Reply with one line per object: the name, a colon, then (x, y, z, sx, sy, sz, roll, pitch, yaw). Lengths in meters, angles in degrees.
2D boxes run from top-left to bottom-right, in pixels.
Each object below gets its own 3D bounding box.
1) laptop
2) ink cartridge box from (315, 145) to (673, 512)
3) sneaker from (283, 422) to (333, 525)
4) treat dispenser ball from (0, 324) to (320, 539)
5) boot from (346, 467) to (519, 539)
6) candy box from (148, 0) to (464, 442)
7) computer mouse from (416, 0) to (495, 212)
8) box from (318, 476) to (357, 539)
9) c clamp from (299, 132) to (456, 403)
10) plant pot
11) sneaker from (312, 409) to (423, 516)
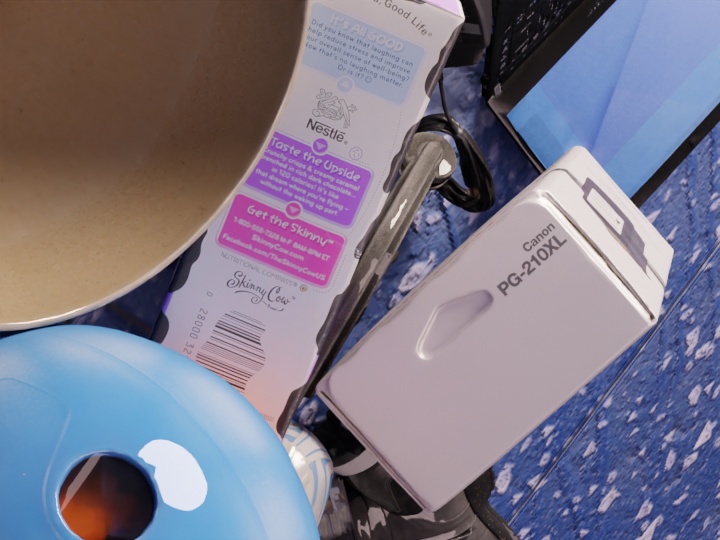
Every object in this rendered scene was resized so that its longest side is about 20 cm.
laptop: (0.159, -0.136, 0.971, 0.177, 0.103, 0.200, -46, 167, -12)
ink cartridge box: (0.074, 0.022, 0.886, 0.145, 0.084, 0.200, -43, 179, 15)
sneaker: (-0.088, 0.150, 0.841, 0.200, 0.072, 0.072, -43, 166, 11)
treat dispenser ball: (-0.112, 0.121, 0.663, 0.200, 0.200, 0.202, -29, 138, -31)
boot: (0.032, 0.186, 1.137, 0.131, 0.070, 0.201, -38, 131, -17)
candy box: (-0.026, -0.049, 0.785, 0.168, 0.071, 0.201, -85, -162, -72)
computer mouse: (0.047, -0.105, 0.921, 0.201, 0.058, 0.034, 77, 30, -50)
box: (-0.067, 0.200, 0.953, 0.049, 0.163, 0.199, -27, 161, 35)
c clamp: (0.000, 0.000, 0.873, 0.171, 0.027, 0.200, -57, 179, -33)
plant pot: (-0.135, -0.098, 0.643, 0.199, 0.134, 0.202, -29, 137, -31)
sneaker: (0.065, 0.066, 1.047, 0.200, 0.066, 0.091, -43, 119, -9)
